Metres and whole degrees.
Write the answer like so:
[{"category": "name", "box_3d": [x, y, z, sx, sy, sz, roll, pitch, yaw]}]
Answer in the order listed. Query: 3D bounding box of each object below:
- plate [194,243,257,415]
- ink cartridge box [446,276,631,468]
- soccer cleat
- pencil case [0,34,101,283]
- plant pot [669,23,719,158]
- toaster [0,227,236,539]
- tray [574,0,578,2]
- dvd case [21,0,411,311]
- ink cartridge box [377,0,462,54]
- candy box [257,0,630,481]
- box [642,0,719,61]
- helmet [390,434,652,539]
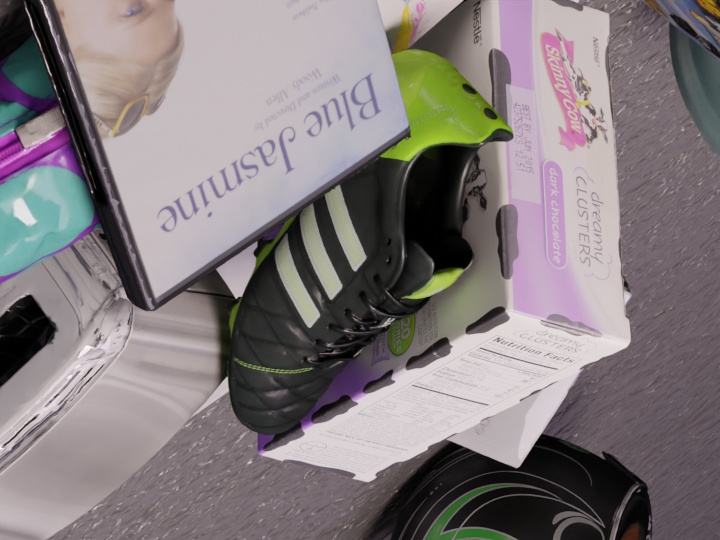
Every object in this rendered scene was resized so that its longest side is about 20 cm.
[{"category": "plate", "box_3d": [-0.123, 0.047, 1.381, 0.200, 0.032, 0.200, -34, 161, -20]}, {"category": "ink cartridge box", "box_3d": [0.068, -0.004, 1.322, 0.109, 0.050, 0.200, -58, -159, 22]}, {"category": "soccer cleat", "box_3d": [0.000, 0.000, 1.149, 0.067, 0.081, 0.201, -10, 133, -49]}, {"category": "pencil case", "box_3d": [-0.175, -0.019, 1.026, 0.200, 0.085, 0.092, -34, 175, -21]}, {"category": "plant pot", "box_3d": [0.286, -0.142, 1.447, 0.200, 0.201, 0.134, -33, 174, -22]}, {"category": "toaster", "box_3d": [-0.156, 0.045, 1.181, 0.200, 0.114, 0.129, -41, 159, 11]}, {"category": "tray", "box_3d": [0.084, -0.154, 1.339, 0.107, 0.022, 0.200, -28, 159, -33]}, {"category": "dvd case", "box_3d": [-0.057, -0.098, 1.011, 0.142, 0.018, 0.201, -36, 131, -24]}, {"category": "ink cartridge box", "box_3d": [-0.015, -0.126, 1.123, 0.200, 0.067, 0.117, -41, 163, 2]}, {"category": "candy box", "box_3d": [0.033, -0.016, 1.230, 0.071, 0.169, 0.200, 16, 150, -31]}, {"category": "box", "box_3d": [0.137, -0.155, 1.196, 0.040, 0.137, 0.200, -48, 153, 1]}, {"category": "helmet", "box_3d": [0.116, 0.224, 2.046, 0.200, 0.190, 0.201, 9, 90, -70]}]
